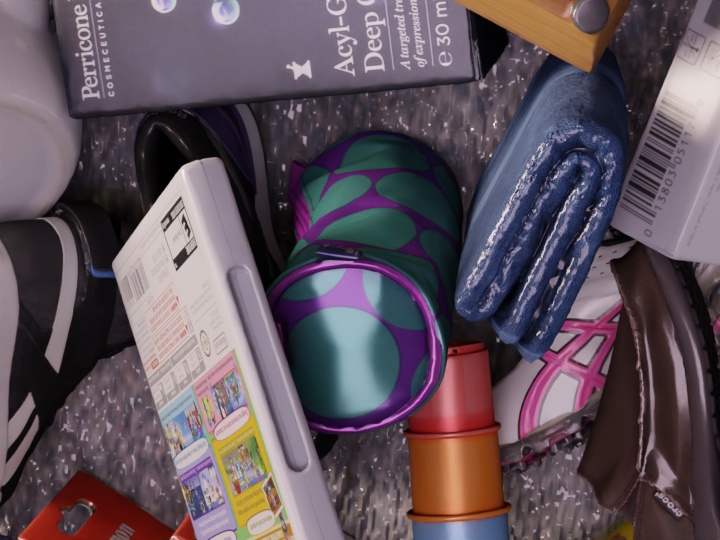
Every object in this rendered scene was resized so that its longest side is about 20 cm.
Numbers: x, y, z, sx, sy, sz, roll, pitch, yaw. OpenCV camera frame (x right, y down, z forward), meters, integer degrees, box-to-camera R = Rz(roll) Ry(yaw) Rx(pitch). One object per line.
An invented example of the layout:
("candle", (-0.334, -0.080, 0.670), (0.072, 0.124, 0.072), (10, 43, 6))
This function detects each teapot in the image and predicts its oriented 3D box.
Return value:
("teapot", (-0.238, -0.092, 1.235), (0.199, 0.198, 0.147), (-12, 61, -19))

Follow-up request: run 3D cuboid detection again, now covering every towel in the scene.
("towel", (0.087, -0.039, 1.156), (0.048, 0.200, 0.112), (26, 107, -2))

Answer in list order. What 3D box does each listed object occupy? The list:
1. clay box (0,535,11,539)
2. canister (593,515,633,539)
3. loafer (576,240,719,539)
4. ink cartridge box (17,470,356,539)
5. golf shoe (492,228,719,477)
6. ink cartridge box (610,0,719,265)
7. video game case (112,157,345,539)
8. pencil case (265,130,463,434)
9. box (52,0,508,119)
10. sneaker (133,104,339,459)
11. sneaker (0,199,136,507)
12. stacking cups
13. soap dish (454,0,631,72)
("clay box", (-0.176, 0.185, 1.260), (0.114, 0.200, 0.048), (24, 97, 3))
("canister", (0.173, 0.174, 1.255), (0.200, 0.087, 0.149), (-43, 93, 16))
("loafer", (0.132, 0.084, 1.167), (0.071, 0.073, 0.201), (-7, 96, 11))
("ink cartridge box", (-0.061, 0.149, 1.279), (0.199, 0.109, 0.051), (30, 108, 2))
("golf shoe", (0.119, 0.026, 1.241), (0.200, 0.073, 0.092), (-35, 80, 11))
("ink cartridge box", (0.218, -0.075, 1.157), (0.057, 0.199, 0.163), (32, 107, 40))
("video game case", (-0.061, 0.059, 1.133), (0.022, 0.200, 0.183), (-16, 83, -17))
("pencil case", (0.000, 0.000, 1.184), (0.092, 0.200, 0.086), (11, 110, 1))
("box", (-0.040, -0.161, 1.199), (0.199, 0.107, 0.149), (-5, 103, 12))
("sneaker", (-0.069, 0.011, 1.257), (0.075, 0.088, 0.201), (-18, 100, 14))
("sneaker", (-0.155, 0.052, 1.293), (0.073, 0.111, 0.201), (54, 145, 32))
("stacking cups", (0.044, 0.135, 1.208), (0.060, 0.060, 0.201), (-7, 92, 12))
("soap dish", (0.054, -0.196, 1.081), (0.199, 0.081, 0.158), (27, 98, -11))
